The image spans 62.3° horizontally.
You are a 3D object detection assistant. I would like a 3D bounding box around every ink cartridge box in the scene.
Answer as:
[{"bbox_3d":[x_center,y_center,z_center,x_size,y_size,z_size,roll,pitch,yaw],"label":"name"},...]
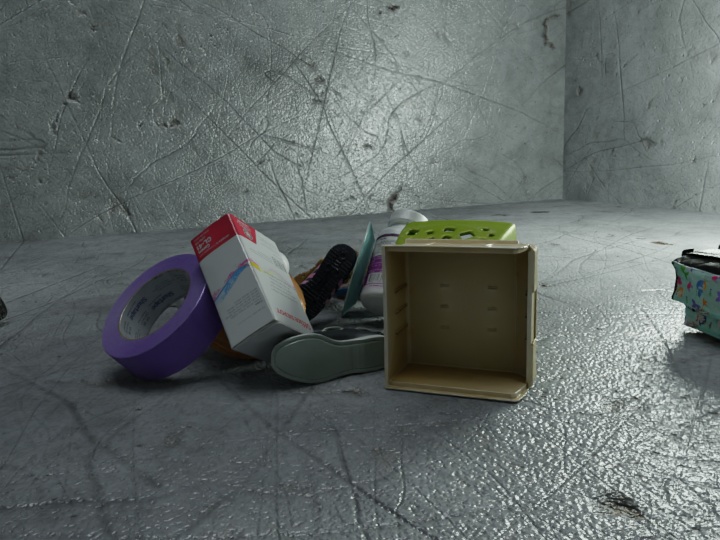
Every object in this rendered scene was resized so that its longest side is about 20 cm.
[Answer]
[{"bbox_3d":[-0.163,0.032,0.923,0.085,0.201,0.148,-31,-27,10],"label":"ink cartridge box"}]

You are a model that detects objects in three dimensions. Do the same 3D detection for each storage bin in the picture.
[{"bbox_3d":[0.138,0.061,0.821,0.196,0.203,0.094,2,10,23],"label":"storage bin"}]

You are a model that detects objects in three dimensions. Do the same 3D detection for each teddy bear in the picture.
[{"bbox_3d":[-0.075,0.021,1.298,0.200,0.067,0.146,-39,32,27],"label":"teddy bear"}]

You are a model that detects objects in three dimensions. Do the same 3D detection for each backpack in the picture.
[{"bbox_3d":[0.624,0.036,0.957,0.175,0.152,0.200,-7,4,-7],"label":"backpack"}]

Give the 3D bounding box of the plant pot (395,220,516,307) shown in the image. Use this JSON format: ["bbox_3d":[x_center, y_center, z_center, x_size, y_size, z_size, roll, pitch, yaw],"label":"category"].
[{"bbox_3d":[0.143,0.036,0.978,0.197,0.202,0.181,2,19,25],"label":"plant pot"}]

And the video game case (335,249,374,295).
[{"bbox_3d":[0.035,-0.008,1.394,0.142,0.018,0.200,-8,29,49],"label":"video game case"}]

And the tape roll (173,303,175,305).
[{"bbox_3d":[-0.414,0.028,1.460,0.200,0.072,0.203,-3,10,1],"label":"tape roll"}]

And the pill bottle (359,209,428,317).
[{"bbox_3d":[0.075,-0.015,1.177,0.111,0.202,0.113,15,-24,7],"label":"pill bottle"}]

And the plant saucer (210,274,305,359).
[{"bbox_3d":[-0.190,0.056,1.024,0.198,0.038,0.202,7,53,-9],"label":"plant saucer"}]

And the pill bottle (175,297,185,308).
[{"bbox_3d":[-0.276,0.060,1.152,0.199,0.112,0.110,9,16,44],"label":"pill bottle"}]

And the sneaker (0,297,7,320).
[{"bbox_3d":[-0.817,0.107,1.208,0.092,0.071,0.200,-19,11,8],"label":"sneaker"}]

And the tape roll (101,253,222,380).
[{"bbox_3d":[-0.307,0.070,0.942,0.198,0.066,0.201,-18,43,18],"label":"tape roll"}]

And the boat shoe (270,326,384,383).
[{"bbox_3d":[-0.047,0.124,0.897,0.198,0.077,0.060,5,7,-27],"label":"boat shoe"}]

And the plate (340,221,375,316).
[{"bbox_3d":[0.000,0.000,1.206,0.025,0.202,0.200,16,12,1],"label":"plate"}]

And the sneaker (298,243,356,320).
[{"bbox_3d":[-0.077,0.036,1.164,0.200,0.070,0.082,-46,-9,4],"label":"sneaker"}]

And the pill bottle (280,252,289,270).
[{"bbox_3d":[-0.237,0.010,1.398,0.111,0.114,0.200,0,12,11],"label":"pill bottle"}]
